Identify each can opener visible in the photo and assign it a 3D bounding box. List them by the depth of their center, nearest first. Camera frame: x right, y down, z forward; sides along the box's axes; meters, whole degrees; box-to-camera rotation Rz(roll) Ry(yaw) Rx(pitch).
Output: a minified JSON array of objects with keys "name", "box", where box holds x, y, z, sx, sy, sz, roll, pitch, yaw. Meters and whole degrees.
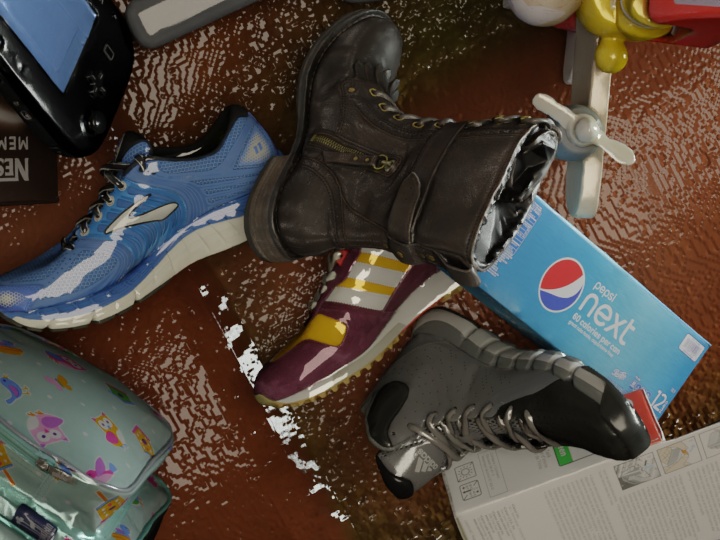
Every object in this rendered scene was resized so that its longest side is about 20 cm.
[{"name":"can opener","box":[-0.045,-0.177,1.074,0.200,0.053,0.067,-22,98,-7]}]

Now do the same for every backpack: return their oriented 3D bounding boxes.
[{"name":"backpack","box":[-0.214,0.117,1.003,0.200,0.176,0.153,25,104,2]}]

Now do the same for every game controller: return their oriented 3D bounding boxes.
[{"name":"game controller","box":[-0.189,-0.155,0.971,0.200,0.042,0.104,56,48,-43]}]

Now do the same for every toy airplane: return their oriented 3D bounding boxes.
[{"name":"toy airplane","box":[0.139,-0.162,1.035,0.141,0.199,0.200,2,50,-31]}]

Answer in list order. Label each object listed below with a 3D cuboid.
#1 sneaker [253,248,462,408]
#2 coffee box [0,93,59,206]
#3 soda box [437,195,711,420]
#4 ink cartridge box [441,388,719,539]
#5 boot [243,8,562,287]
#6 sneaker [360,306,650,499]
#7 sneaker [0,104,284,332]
[{"name":"sneaker","box":[0.000,0.000,1.086,0.200,0.075,0.090,-39,101,-13]},{"name":"coffee box","box":[-0.240,-0.136,1.007,0.080,0.113,0.200,2,96,35]},{"name":"soda box","box":[0.121,0.014,1.065,0.200,0.068,0.064,38,87,-37]},{"name":"ink cartridge box","box":[0.160,0.133,1.088,0.200,0.050,0.109,-21,130,5]},{"name":"boot","box":[0.038,-0.073,1.016,0.069,0.174,0.200,50,52,-42]},{"name":"sneaker","box":[0.072,0.099,1.038,0.115,0.200,0.075,-46,123,-16]},{"name":"sneaker","box":[-0.139,-0.035,1.052,0.200,0.079,0.089,-31,112,-14]}]
